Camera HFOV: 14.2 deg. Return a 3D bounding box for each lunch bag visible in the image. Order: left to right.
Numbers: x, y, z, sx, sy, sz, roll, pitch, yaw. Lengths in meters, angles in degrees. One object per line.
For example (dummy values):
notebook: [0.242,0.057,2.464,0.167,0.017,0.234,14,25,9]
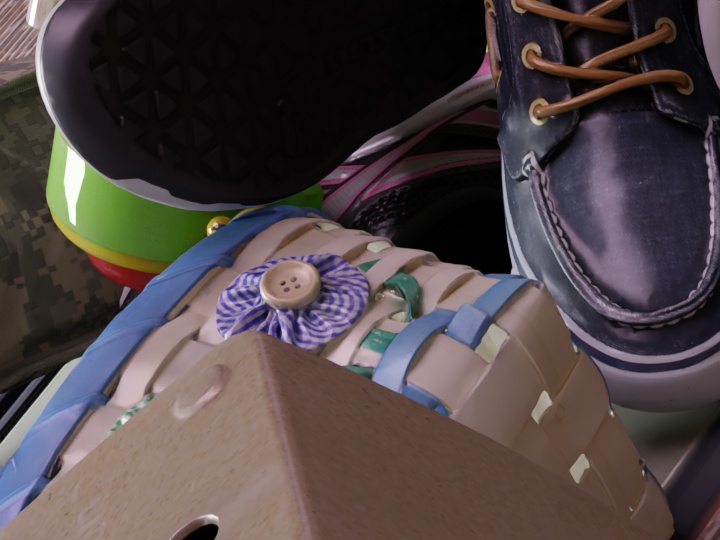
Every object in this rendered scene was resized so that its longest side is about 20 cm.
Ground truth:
lunch bag: [-0.108,-0.026,1.070,0.200,0.118,0.164,-25,9,-34]

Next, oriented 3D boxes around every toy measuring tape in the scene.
toy measuring tape: [-0.080,-0.048,0.911,0.074,0.074,0.200,-45,44,-2]

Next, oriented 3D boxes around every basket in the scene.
basket: [-0.034,0.066,0.761,0.200,0.139,0.176,-6,37,44]

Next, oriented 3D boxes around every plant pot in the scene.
plant pot: [-0.007,0.133,0.556,0.200,0.177,0.200,-40,22,9]

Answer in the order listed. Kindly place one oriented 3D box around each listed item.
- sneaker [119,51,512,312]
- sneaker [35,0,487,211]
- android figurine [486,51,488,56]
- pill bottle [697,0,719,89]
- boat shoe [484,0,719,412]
sneaker: [0.000,0.000,0.903,0.200,0.080,0.086,-33,26,28]
sneaker: [-0.039,-0.055,0.812,0.083,0.072,0.200,-8,5,32]
android figurine: [-0.004,-0.113,0.992,0.200,0.041,0.182,31,38,32]
pill bottle: [0.148,-0.118,0.817,0.111,0.111,0.200,-34,25,23]
boat shoe: [0.066,-0.059,0.811,0.071,0.091,0.200,-12,47,2]
